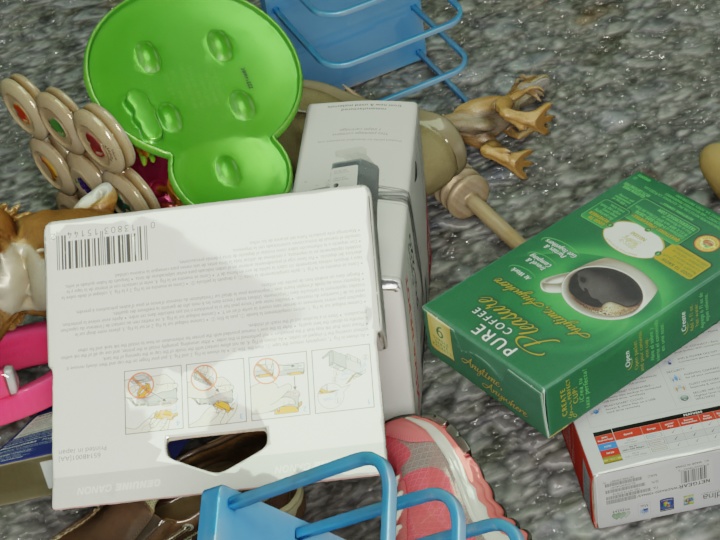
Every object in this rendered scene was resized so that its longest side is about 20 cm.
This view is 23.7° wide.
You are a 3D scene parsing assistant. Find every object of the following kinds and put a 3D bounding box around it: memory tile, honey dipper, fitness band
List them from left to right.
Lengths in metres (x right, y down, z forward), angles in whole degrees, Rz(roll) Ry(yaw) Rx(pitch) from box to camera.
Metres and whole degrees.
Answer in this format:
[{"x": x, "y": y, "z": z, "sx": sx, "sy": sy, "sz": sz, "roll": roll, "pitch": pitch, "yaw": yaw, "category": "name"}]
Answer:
[{"x": -0.276, "y": 0.077, "z": 1.168, "sx": 0.198, "sy": 0.038, "sz": 0.144, "roll": -14, "pitch": 14, "yaw": -1, "category": "fitness band"}, {"x": -0.178, "y": -0.043, "z": 1.197, "sx": 0.017, "sy": 0.201, "sz": 0.153, "roll": -40, "pitch": 39, "yaw": -23, "category": "memory tile"}, {"x": 0.109, "y": -0.027, "z": 1.254, "sx": 0.038, "sy": 0.038, "sz": 0.200, "roll": -25, "pitch": 42, "yaw": -18, "category": "honey dipper"}]

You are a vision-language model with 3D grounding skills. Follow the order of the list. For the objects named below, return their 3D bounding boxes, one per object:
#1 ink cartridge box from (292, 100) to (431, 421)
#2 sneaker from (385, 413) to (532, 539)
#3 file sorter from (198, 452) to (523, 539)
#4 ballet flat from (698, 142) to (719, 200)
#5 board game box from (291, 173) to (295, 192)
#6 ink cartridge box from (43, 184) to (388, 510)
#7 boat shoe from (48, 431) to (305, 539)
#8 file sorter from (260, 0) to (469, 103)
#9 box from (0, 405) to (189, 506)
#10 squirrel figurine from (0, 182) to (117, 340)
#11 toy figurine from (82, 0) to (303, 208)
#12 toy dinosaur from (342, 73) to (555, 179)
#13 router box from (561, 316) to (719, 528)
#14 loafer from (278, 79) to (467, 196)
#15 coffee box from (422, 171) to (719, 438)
[{"x": 0.000, "y": 0.000, "z": 1.157, "sx": 0.084, "sy": 0.146, "sz": 0.201, "roll": -1, "pitch": 40, "yaw": 8, "category": "ink cartridge box"}, {"x": 0.043, "y": 0.158, "z": 1.011, "sx": 0.086, "sy": 0.074, "sz": 0.200, "roll": -24, "pitch": 40, "yaw": -14, "category": "sneaker"}, {"x": 0.030, "y": 0.189, "z": 0.815, "sx": 0.122, "sy": 0.200, "sz": 0.140, "roll": -22, "pitch": 51, "yaw": 37, "category": "file sorter"}, {"x": 0.312, "y": -0.037, "z": 1.199, "sx": 0.199, "sy": 0.069, "sz": 0.063, "roll": 23, "pitch": 63, "yaw": 36, "category": "ballet flat"}, {"x": -0.067, "y": -0.031, "z": 1.311, "sx": 0.104, "sy": 0.024, "sz": 0.200, "roll": 15, "pitch": 45, "yaw": 31, "category": "board game box"}, {"x": -0.084, "y": 0.048, "z": 1.009, "sx": 0.198, "sy": 0.045, "sz": 0.178, "roll": -6, "pitch": 71, "yaw": 6, "category": "ink cartridge box"}, {"x": -0.134, "y": 0.151, "z": 1.057, "sx": 0.201, "sy": 0.075, "sz": 0.075, "roll": -25, "pitch": 41, "yaw": -18, "category": "boat shoe"}, {"x": 0.006, "y": -0.209, "z": 1.372, "sx": 0.138, "sy": 0.201, "sz": 0.123, "roll": -23, "pitch": 42, "yaw": -16, "category": "file sorter"}, {"x": -0.154, "y": 0.092, "z": 1.114, "sx": 0.120, "sy": 0.033, "sz": 0.200, "roll": -14, "pitch": 14, "yaw": 15, "category": "box"}, {"x": -0.246, "y": -0.009, "z": 1.135, "sx": 0.185, "sy": 0.143, "sz": 0.200, "roll": -10, "pitch": 13, "yaw": -10, "category": "squirrel figurine"}, {"x": -0.119, "y": -0.066, "z": 1.218, "sx": 0.149, "sy": 0.185, "sz": 0.201, "roll": -13, "pitch": 61, "yaw": -20, "category": "toy figurine"}, {"x": 0.089, "y": -0.114, "z": 1.345, "sx": 0.106, "sy": 0.061, "sz": 0.199, "roll": 26, "pitch": 27, "yaw": 39, "category": "toy dinosaur"}, {"x": 0.224, "y": 0.067, "z": 1.102, "sx": 0.198, "sy": 0.049, "sz": 0.180, "roll": -11, "pitch": 38, "yaw": -1, "category": "router box"}, {"x": -0.018, "y": -0.093, "z": 1.293, "sx": 0.199, "sy": 0.076, "sz": 0.068, "roll": 8, "pitch": 40, "yaw": 32, "category": "loafer"}, {"x": 0.152, "y": 0.017, "z": 1.104, "sx": 0.199, "sy": 0.044, "sz": 0.123, "roll": -32, "pitch": 42, "yaw": -25, "category": "coffee box"}]
